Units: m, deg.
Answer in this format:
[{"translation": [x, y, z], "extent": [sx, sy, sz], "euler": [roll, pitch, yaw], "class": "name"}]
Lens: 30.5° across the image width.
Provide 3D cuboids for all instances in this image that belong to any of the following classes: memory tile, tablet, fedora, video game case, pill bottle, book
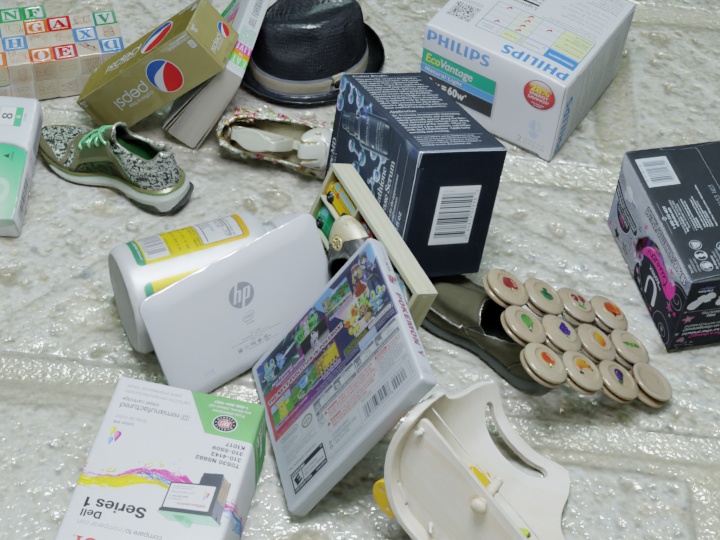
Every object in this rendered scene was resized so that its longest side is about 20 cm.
[{"translation": [0.221, 0.068, 1.338], "extent": [0.199, 0.017, 0.154], "euler": [14, 39, -34], "class": "memory tile"}, {"translation": [-0.115, 0.039, 1.312], "extent": [0.199, 0.131, 0.014], "euler": [-30, 34, -21], "class": "tablet"}, {"translation": [-0.065, -0.297, 1.658], "extent": [0.198, 0.092, 0.202], "euler": [2, 47, -3], "class": "fedora"}, {"translation": [-0.022, 0.099, 1.242], "extent": [0.023, 0.200, 0.183], "euler": [21, 33, -36], "class": "video game case"}, {"translation": [-0.149, 0.005, 1.361], "extent": [0.198, 0.113, 0.113], "euler": [-17, 51, -19], "class": "pill bottle"}, {"translation": [-0.162, -0.259, 1.588], "extent": [0.048, 0.134, 0.201], "euler": [31, 43, -19], "class": "book"}]

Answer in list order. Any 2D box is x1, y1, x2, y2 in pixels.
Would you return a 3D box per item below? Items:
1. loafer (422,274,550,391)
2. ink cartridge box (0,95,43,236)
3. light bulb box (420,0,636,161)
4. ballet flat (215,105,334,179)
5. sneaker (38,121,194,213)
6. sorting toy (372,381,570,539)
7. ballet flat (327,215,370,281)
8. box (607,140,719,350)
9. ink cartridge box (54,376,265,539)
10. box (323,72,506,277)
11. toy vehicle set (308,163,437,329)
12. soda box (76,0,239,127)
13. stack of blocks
[{"translation": [0.128, 0.043, 1.379], "extent": [0.199, 0.070, 0.075], "euler": [33, 53, 23], "class": "loafer"}, {"translation": [-0.466, -0.123, 1.471], "extent": [0.198, 0.050, 0.162], "euler": [5, 62, -4], "class": "ink cartridge box"}, {"translation": [0.203, -0.270, 1.637], "extent": [0.197, 0.125, 0.200], "euler": [28, 52, 19], "class": "light bulb box"}, {"translation": [-0.078, -0.143, 1.527], "extent": [0.198, 0.076, 0.064], "euler": [9, 16, 14], "class": "ballet flat"}, {"translation": [-0.280, -0.142, 1.499], "extent": [0.198, 0.089, 0.077], "euler": [19, 47, 16], "class": "sneaker"}, {"translation": [0.121, 0.191, 1.223], "extent": [0.200, 0.107, 0.180], "euler": [50, 41, 1], "class": "sorting toy"}, {"translation": [-0.012, 0.044, 1.313], "extent": [0.056, 0.066, 0.202], "euler": [1, 81, -34], "class": "ballet flat"}, {"translation": [0.365, -0.029, 1.437], "extent": [0.131, 0.115, 0.201], "euler": [-8, 47, -10], "class": "box"}, {"translation": [-0.178, 0.209, 1.189], "extent": [0.143, 0.084, 0.201], "euler": [11, 48, 5], "class": "ink cartridge box"}, {"translation": [0.052, -0.106, 1.418], "extent": [0.106, 0.150, 0.200], "euler": [-5, 32, -25], "class": "box"}, {"translation": [0.000, 0.000, 1.370], "extent": [0.026, 0.125, 0.201], "euler": [-2, 43, -35], "class": "toy vehicle set"}, {"translation": [-0.236, -0.232, 1.526], "extent": [0.199, 0.064, 0.068], "euler": [-25, 34, 36], "class": "soda box"}, {"translation": [-0.395, -0.269, 1.628], "extent": [0.198, 0.059, 0.116], "euler": [-10, 49, -14], "class": "stack of blocks"}]
